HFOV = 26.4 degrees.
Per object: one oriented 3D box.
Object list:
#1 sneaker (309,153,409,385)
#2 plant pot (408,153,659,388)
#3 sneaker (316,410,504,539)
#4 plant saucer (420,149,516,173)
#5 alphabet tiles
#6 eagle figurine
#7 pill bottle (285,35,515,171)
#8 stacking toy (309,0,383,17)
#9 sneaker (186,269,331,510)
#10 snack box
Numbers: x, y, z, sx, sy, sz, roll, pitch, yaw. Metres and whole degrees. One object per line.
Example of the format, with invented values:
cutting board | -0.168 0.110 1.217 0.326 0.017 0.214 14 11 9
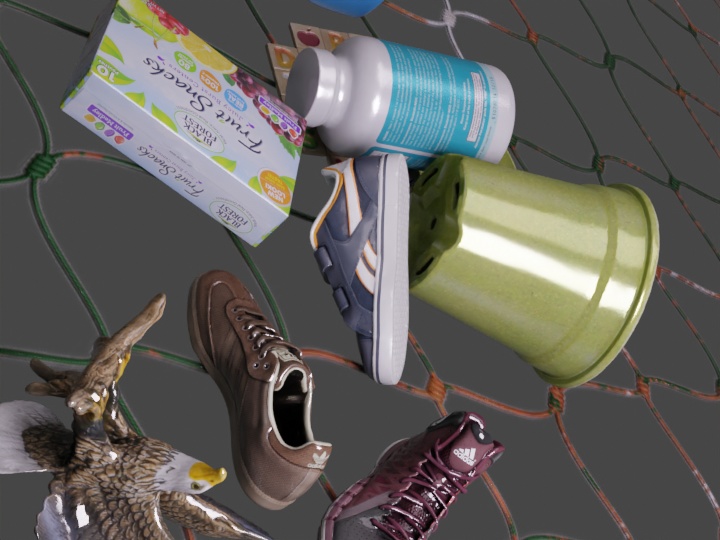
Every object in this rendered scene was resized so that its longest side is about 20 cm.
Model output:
sneaker | 0.000 0.000 1.300 0.078 0.079 0.201 59 30 -69
plant pot | 0.136 -0.016 1.393 0.184 0.200 0.201 21 40 -21
sneaker | 0.044 0.160 1.138 0.076 0.115 0.200 45 31 -6
plant saucer | 0.083 -0.122 1.566 0.200 0.031 0.200 31 37 -27
alphabet tiles | -0.004 -0.157 1.475 0.166 0.006 0.200 5 52 -30
eagle figurine | -0.133 0.143 0.958 0.151 0.151 0.200 -29 114 -19
pill bottle | 0.034 -0.152 1.411 0.199 0.111 0.111 9 48 -29
stacking toy | -0.041 -0.375 1.628 0.110 0.116 0.200 11 37 -49
sneaker | -0.067 0.073 1.130 0.070 0.076 0.200 11 49 -45
snack box | -0.141 -0.129 1.273 0.200 0.053 0.142 36 36 -22
